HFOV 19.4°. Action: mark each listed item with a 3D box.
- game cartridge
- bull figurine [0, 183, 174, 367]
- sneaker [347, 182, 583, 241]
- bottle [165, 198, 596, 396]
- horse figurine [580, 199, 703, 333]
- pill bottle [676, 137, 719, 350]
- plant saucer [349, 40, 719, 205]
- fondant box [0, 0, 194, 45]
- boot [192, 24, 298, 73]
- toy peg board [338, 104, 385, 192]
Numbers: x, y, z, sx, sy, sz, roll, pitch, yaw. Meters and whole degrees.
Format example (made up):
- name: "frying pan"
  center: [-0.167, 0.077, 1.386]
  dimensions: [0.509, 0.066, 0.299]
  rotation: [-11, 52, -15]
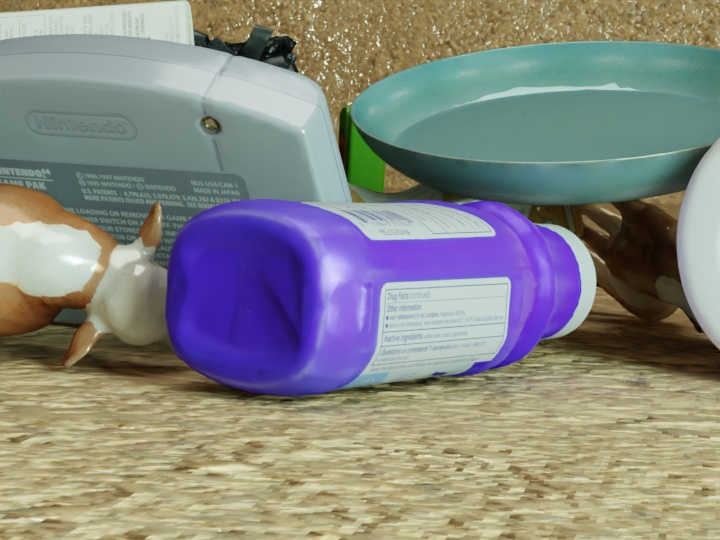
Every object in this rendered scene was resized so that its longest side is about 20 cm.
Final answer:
- name: "game cartridge"
  center: [-0.095, -0.033, 0.859]
  dimensions: [0.198, 0.134, 0.041]
  rotation: [5, 45, 23]
- name: "bull figurine"
  center: [-0.159, -0.002, 0.787]
  dimensions: [0.198, 0.066, 0.121]
  rotation: [5, 0, -11]
- name: "sneaker"
  center: [0.000, 0.000, 0.962]
  dimensions: [0.198, 0.076, 0.088]
  rotation: [-1, -19, -10]
- name: "bottle"
  center: [0.018, 0.007, 0.774]
  dimensions: [0.083, 0.066, 0.199]
  rotation: [7, 5, 35]
- name: "horse figurine"
  center: [0.126, -0.011, 1.043]
  dimensions: [0.132, 0.050, 0.200]
  rotation: [34, -5, 3]
- name: "pill bottle"
  center: [0.221, -0.013, 0.879]
  dimensions: [0.111, 0.113, 0.199]
  rotation: [6, 5, 34]
- name: "plant saucer"
  center: [0.095, -0.065, 0.931]
  dimensions: [0.198, 0.028, 0.200]
  rotation: [-3, 19, 1]
- name: "fondant box"
  center: [-0.182, -0.069, 1.099]
  dimensions: [0.198, 0.059, 0.145]
  rotation: [-3, -32, -2]
- name: "boot"
  center: [-0.128, -0.101, 1.236]
  dimensions: [0.161, 0.074, 0.198]
  rotation: [-5, -1, -17]
- name: "toy peg board"
  center: [-0.063, -0.058, 1.350]
  dimensions: [0.197, 0.099, 0.200]
  rotation: [3, 1, -1]
